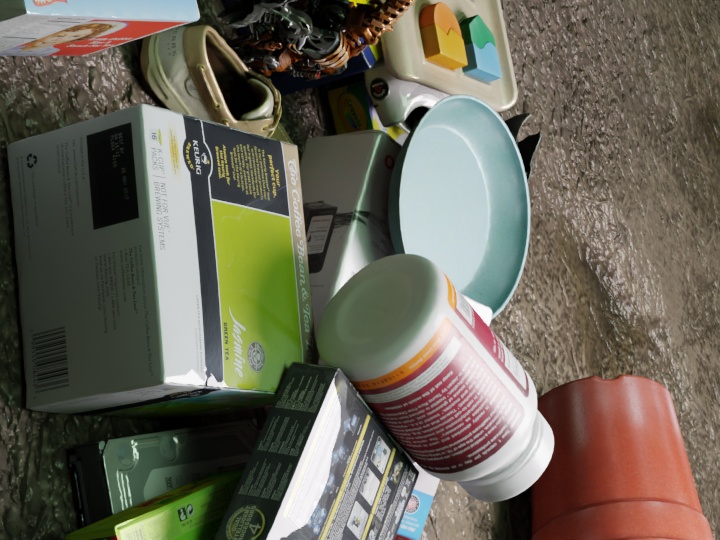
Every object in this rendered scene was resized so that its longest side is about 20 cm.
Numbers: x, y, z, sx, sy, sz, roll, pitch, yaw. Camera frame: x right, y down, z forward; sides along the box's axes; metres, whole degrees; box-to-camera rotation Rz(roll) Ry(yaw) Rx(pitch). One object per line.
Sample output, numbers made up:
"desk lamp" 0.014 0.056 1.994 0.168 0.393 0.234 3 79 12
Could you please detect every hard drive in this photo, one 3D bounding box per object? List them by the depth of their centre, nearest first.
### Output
"hard drive" -0.133 0.188 1.454 0.200 0.038 0.140 -1 79 -57

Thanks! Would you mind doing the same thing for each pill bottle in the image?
"pill bottle" 0.063 0.089 1.479 0.200 0.113 0.113 49 40 -35

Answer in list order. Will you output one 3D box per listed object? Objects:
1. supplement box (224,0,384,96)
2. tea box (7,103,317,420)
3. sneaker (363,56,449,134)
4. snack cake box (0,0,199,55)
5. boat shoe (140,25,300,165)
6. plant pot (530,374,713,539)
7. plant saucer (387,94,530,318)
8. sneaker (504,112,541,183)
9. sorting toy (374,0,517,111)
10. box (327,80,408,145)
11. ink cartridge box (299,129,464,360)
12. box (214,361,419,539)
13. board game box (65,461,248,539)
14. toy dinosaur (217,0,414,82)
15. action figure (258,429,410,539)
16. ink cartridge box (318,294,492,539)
"supplement box" -0.020 -0.255 1.739 0.110 0.109 0.200 64 33 -19
"tea box" -0.141 0.001 1.420 0.197 0.133 0.201 12 69 -55
"sneaker" 0.072 -0.160 1.809 0.200 0.074 0.089 -3 82 -49
"snack cake box" -0.223 -0.198 1.384 0.200 0.115 0.067 -10 87 -59
"boat shoe" -0.101 -0.132 1.599 0.200 0.066 0.074 42 44 -46
"plant pot" 0.252 0.222 1.935 0.201 0.200 0.196 36 41 -47
"plant saucer" 0.079 -0.051 1.669 0.200 0.036 0.201 3 86 -53
"sneaker" 0.104 -0.054 1.779 0.060 0.104 0.200 51 40 -35
"sorting toy" 0.077 -0.247 1.745 0.200 0.036 0.186 7 70 -56
"box" 0.036 -0.078 1.824 0.117 0.048 0.201 -12 90 -59
"ink cartridge box" 0.000 0.000 1.662 0.145 0.083 0.200 38 60 -45
"box" -0.035 0.193 1.410 0.161 0.049 0.200 55 49 -48
"board game box" -0.121 0.209 1.384 0.200 0.048 0.102 -17 94 -58
"toy dinosaur" -0.041 -0.212 1.598 0.136 0.200 0.102 45 27 -39
"action figure" -0.020 0.174 1.619 0.200 0.052 0.066 32 71 -40
"ink cartridge box" 0.021 0.105 1.566 0.116 0.067 0.201 25 81 -41
